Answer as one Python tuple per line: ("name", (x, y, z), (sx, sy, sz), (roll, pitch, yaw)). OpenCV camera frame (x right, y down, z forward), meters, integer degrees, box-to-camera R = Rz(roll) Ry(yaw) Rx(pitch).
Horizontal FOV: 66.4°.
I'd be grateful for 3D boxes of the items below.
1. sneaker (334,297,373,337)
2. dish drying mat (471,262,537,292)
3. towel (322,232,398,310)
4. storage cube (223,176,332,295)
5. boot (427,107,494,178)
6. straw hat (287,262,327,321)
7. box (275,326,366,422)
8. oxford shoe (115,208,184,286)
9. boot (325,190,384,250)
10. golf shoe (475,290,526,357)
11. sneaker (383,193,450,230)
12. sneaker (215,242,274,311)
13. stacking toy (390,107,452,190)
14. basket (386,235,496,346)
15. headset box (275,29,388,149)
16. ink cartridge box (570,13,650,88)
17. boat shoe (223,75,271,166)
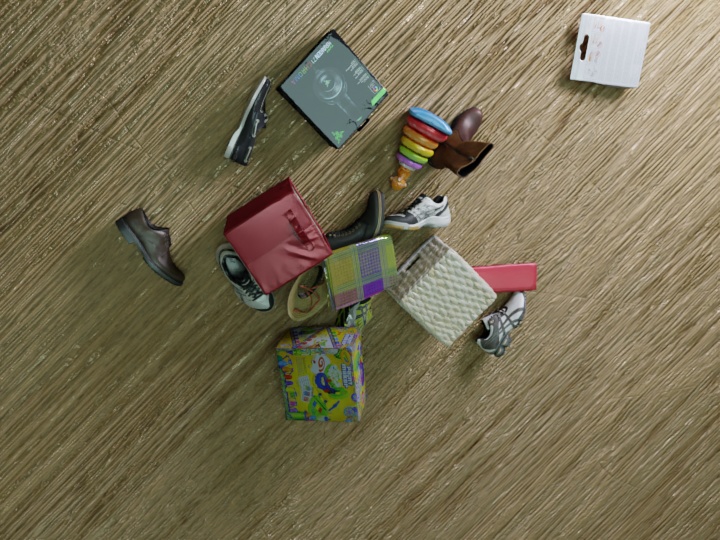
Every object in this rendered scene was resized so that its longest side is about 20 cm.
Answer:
("sneaker", (-0.002, 0.088, 1.418), (0.076, 0.076, 0.202), (11, 115, -27))
("dish drying mat", (0.390, 0.023, 1.514), (0.197, 0.018, 0.078), (-3, 96, -6))
("towel", (0.000, 0.000, 1.319), (0.198, 0.023, 0.145), (-21, 113, -27))
("storage cube", (-0.188, -0.083, 1.250), (0.179, 0.200, 0.172), (-31, 112, 2))
("boot", (0.255, -0.309, 1.301), (0.188, 0.200, 0.069), (-41, 112, -1))
("straw hat", (-0.136, 0.017, 1.342), (0.201, 0.085, 0.202), (-38, 150, -27))
("box", (-0.092, 0.258, 1.375), (0.190, 0.122, 0.202), (-1, 108, 11))
("oxford shoe", (-0.457, -0.052, 1.249), (0.084, 0.073, 0.201), (-35, 111, -5))
("boot", (-0.021, -0.105, 1.355), (0.137, 0.077, 0.202), (8, 102, -12))
("golf shoe", (0.392, 0.136, 1.532), (0.094, 0.078, 0.202), (26, 86, -5))
("sneaker", (0.138, -0.148, 1.381), (0.198, 0.075, 0.089), (-10, 103, -32))
("sneaker", (-0.275, 0.030, 1.306), (0.075, 0.088, 0.201), (-38, 113, -4))
("stacking toy", (0.130, -0.285, 1.337), (0.115, 0.110, 0.201), (25, 109, -5))
("basket", (0.203, 0.055, 1.405), (0.198, 0.161, 0.200), (-46, 107, 3))
("headset box", (-0.060, -0.400, 1.247), (0.174, 0.093, 0.200), (-45, 112, 1))
("ink cartridge box", (0.636, -0.564, 1.422), (0.197, 0.047, 0.162), (3, 105, -10))
("boat shoe", (-0.240, -0.331, 1.228), (0.060, 0.074, 0.201), (24, 101, -20))
